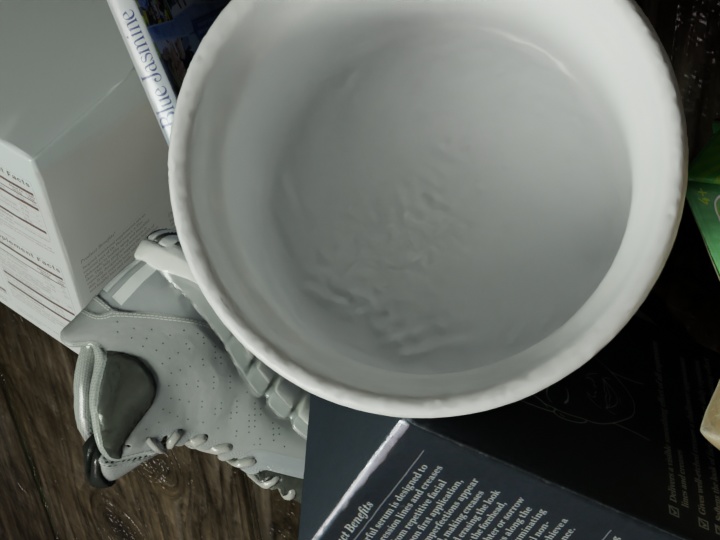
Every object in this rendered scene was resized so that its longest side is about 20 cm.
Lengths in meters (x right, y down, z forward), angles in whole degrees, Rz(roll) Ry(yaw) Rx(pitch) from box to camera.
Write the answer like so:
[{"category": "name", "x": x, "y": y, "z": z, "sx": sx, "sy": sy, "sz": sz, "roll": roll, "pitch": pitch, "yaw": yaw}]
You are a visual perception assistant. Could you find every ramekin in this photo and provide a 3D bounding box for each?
[{"category": "ramekin", "x": 0.030, "y": -0.035, "z": 0.800, "sx": 0.200, "sy": 0.201, "sz": 0.098, "roll": 38, "pitch": 176, "yaw": 13}]

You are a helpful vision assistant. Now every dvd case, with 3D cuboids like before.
[{"category": "dvd case", "x": -0.083, "y": -0.115, "z": 1.025, "sx": 0.018, "sy": 0.143, "sz": 0.200, "roll": -19, "pitch": 100, "yaw": 20}]

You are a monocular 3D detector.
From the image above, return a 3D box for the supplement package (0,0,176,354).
[{"category": "supplement package", "x": -0.182, "y": -0.080, "z": 1.236, "sx": 0.151, "sy": 0.152, "sz": 0.200, "roll": 31, "pitch": 151, "yaw": 27}]

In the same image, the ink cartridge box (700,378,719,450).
[{"category": "ink cartridge box", "x": 0.277, "y": 0.089, "z": 0.860, "sx": 0.200, "sy": 0.075, "sz": 0.165, "roll": 10, "pitch": 162, "yaw": 47}]

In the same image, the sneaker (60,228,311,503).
[{"category": "sneaker", "x": -0.079, "y": 0.086, "z": 0.999, "sx": 0.200, "sy": 0.115, "sz": 0.075, "roll": 52, "pitch": 168, "yaw": -16}]

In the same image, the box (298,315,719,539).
[{"category": "box", "x": 0.083, "y": 0.090, "z": 0.937, "sx": 0.200, "sy": 0.149, "sz": 0.107, "roll": 25, "pitch": 125, "yaw": -15}]

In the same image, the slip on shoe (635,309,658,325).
[{"category": "slip on shoe", "x": 0.109, "y": 0.030, "z": 1.094, "sx": 0.200, "sy": 0.076, "sz": 0.061, "roll": 36, "pitch": -162, "yaw": -6}]

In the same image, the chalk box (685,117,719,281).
[{"category": "chalk box", "x": 0.218, "y": -0.022, "z": 0.782, "sx": 0.200, "sy": 0.124, "sz": 0.125, "roll": 9, "pitch": 137, "yaw": 49}]
